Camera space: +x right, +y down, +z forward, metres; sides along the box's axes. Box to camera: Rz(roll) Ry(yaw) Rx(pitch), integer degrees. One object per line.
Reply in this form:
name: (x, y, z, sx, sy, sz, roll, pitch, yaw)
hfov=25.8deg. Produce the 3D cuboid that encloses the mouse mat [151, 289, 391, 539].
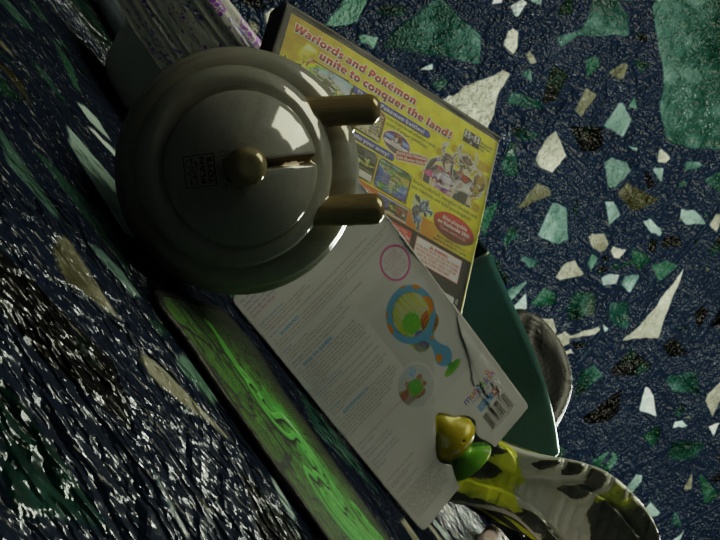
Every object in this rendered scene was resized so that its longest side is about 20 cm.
mouse mat: (-0.029, 0.093, 0.790, 0.201, 0.008, 0.161, 55, 3, 8)

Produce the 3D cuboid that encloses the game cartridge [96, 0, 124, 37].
game cartridge: (-0.171, -0.180, 1.450, 0.200, 0.041, 0.133, 50, 8, -41)

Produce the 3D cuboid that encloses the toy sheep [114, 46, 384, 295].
toy sheep: (-0.059, -0.051, 0.796, 0.138, 0.138, 0.200, 53, -8, -2)

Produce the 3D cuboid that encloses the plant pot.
plant pot: (0.079, 0.083, 1.332, 0.201, 0.141, 0.141, 60, 1, -17)

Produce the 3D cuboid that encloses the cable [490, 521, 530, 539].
cable: (0.166, 0.245, 1.550, 0.097, 0.050, 0.200, 60, 6, 29)

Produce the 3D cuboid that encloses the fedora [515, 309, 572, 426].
fedora: (0.143, 0.110, 1.513, 0.200, 0.091, 0.202, 22, 53, -32)

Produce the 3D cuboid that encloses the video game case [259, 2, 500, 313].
video game case: (0.000, -0.056, 1.071, 0.199, 0.182, 0.025, 28, -27, -29)

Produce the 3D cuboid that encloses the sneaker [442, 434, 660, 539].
sneaker: (0.135, 0.167, 1.189, 0.199, 0.075, 0.085, 27, -2, 12)

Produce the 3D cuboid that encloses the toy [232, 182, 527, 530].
toy: (0.010, 0.055, 1.012, 0.200, 0.115, 0.047, 51, -23, -15)

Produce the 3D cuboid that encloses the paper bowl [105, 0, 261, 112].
paper bowl: (-0.109, -0.129, 1.156, 0.201, 0.104, 0.201, 53, 3, -4)

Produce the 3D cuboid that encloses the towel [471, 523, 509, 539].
towel: (0.140, 0.269, 1.113, 0.201, 0.032, 0.191, 55, 3, 10)
